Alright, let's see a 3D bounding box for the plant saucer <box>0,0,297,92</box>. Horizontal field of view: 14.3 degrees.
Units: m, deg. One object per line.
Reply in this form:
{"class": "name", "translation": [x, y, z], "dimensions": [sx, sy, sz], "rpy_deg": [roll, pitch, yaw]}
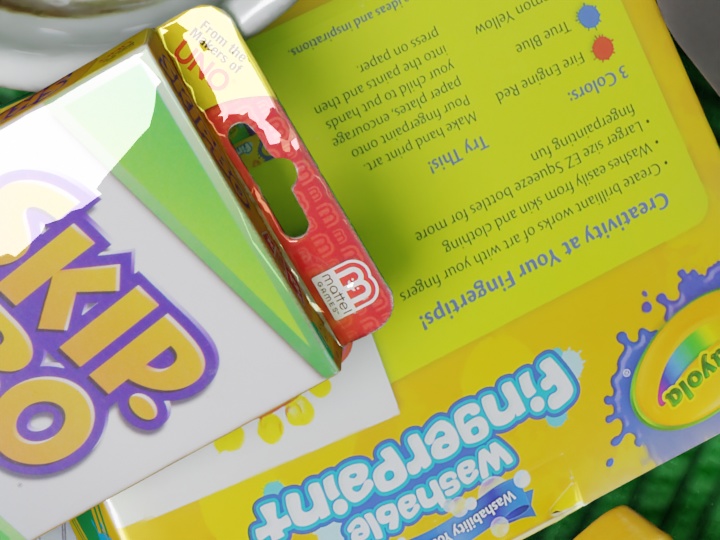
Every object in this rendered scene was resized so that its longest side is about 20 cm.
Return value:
{"class": "plant saucer", "translation": [-0.064, -0.144, 0.740], "dimensions": [0.199, 0.050, 0.201], "rpy_deg": [0, 89, 24]}

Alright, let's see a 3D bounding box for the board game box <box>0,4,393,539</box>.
{"class": "board game box", "translation": [-0.098, 0.021, 0.711], "dimensions": [0.199, 0.030, 0.096], "rpy_deg": [-29, 104, 6]}

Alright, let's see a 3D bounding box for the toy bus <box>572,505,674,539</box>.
{"class": "toy bus", "translation": [0.014, 0.149, 0.812], "dimensions": [0.200, 0.078, 0.065], "rpy_deg": [-41, 116, -10]}

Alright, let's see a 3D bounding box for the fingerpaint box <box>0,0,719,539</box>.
{"class": "fingerpaint box", "translation": [0.000, 0.000, 0.791], "dimensions": [0.199, 0.073, 0.167], "rpy_deg": [-27, 96, -16]}

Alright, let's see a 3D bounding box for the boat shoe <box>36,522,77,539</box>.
{"class": "boat shoe", "translation": [-0.092, 0.120, 0.827], "dimensions": [0.074, 0.066, 0.200], "rpy_deg": [1, 95, 1]}

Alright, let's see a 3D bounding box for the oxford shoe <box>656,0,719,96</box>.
{"class": "oxford shoe", "translation": [0.141, -0.041, 0.813], "dimensions": [0.071, 0.071, 0.200], "rpy_deg": [-24, 118, 12]}
